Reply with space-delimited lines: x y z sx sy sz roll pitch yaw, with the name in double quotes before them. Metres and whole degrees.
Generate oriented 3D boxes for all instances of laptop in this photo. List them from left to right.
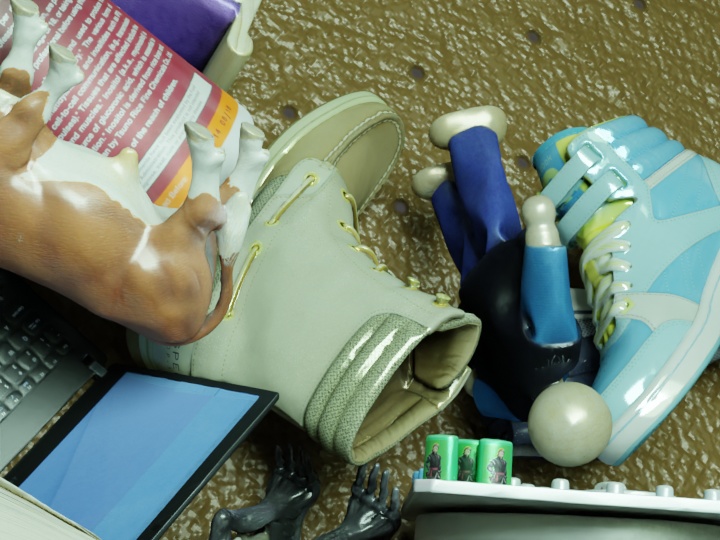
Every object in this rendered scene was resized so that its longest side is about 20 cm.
"laptop" -0.176 0.064 0.737 0.200 0.103 0.177 42 56 -1

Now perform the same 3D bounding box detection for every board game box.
"board game box" 0.121 0.102 0.739 0.199 0.200 0.026 4 78 1

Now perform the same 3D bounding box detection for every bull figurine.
"bull figurine" -0.136 -0.039 0.716 0.200 0.122 0.065 26 20 -24

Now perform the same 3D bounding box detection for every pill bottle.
"pill bottle" -0.159 -0.090 0.794 0.200 0.113 0.113 38 56 -17

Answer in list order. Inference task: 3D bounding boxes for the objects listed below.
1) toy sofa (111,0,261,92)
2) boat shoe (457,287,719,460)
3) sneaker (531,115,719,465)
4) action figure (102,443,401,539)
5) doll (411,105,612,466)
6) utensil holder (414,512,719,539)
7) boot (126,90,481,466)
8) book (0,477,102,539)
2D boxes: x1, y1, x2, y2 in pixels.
"toy sofa" -0.154 -0.149 0.861 0.200 0.083 0.098 27 57 -11
"boat shoe" 0.151 0.061 0.914 0.199 0.075 0.093 0 71 -15
"sneaker" 0.128 0.000 0.852 0.130 0.080 0.200 34 51 2
"action figure" -0.077 0.148 0.738 0.119 0.102 0.200 17 40 37
"doll" 0.075 0.009 0.813 0.048 0.137 0.200 -3 51 -18
"utensil holder" 0.103 0.215 0.736 0.170 0.170 0.201 9 77 -21
"boot" 0.000 0.000 0.824 0.154 0.072 0.200 22 56 32
"book" -0.206 0.127 0.612 0.134 0.200 0.048 40 36 -47
